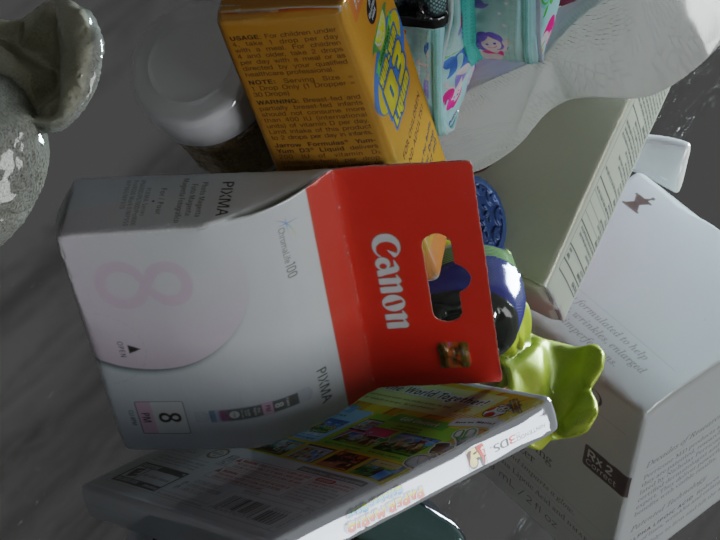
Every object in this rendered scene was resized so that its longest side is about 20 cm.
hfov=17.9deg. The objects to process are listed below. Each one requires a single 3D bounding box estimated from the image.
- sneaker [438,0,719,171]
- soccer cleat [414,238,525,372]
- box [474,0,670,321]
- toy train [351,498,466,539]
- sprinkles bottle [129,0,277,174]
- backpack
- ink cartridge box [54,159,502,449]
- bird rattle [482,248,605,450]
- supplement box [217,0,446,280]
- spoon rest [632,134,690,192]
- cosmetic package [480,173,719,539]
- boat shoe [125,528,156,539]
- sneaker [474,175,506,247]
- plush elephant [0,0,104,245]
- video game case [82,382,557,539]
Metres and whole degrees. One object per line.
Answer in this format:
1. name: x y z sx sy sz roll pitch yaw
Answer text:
1. sneaker: 0.120 -0.136 1.358 0.089 0.199 0.076 -99 162 -58
2. soccer cleat: -0.011 0.011 1.225 0.084 0.198 0.065 -81 173 -52
3. box: 0.117 -0.087 1.455 0.201 0.108 0.128 -64 166 -6
4. toy train: -0.009 0.159 1.229 0.114 0.085 0.200 -60 -166 -1
5. sprinkles bottle: -0.053 -0.068 1.192 0.069 0.068 0.200 -62 155 -10
6. backpack: 0.034 -0.174 1.179 0.178 0.149 0.201 -75 174 -49
7. ink cartridge box: -0.037 0.021 1.140 0.163 0.198 0.057 79 17 -44
8. bird rattle: 0.054 0.066 1.371 0.162 0.113 0.200 -29 -179 -15
9. supplement box: -0.008 -0.079 1.115 0.201 0.068 0.067 66 29 -48
10. spoon rest: 0.156 -0.070 1.651 0.199 0.060 0.100 -12 121 -46
11. cosmetic package: 0.187 0.076 1.628 0.165 0.165 0.201 -32 146 -28
12. boat shoe: -0.059 0.103 1.324 0.200 0.067 0.072 -50 151 -34
13. sneaker: 0.000 0.000 1.330 0.199 0.078 0.071 -30 105 -41
14. plush elephant: -0.185 -0.049 0.830 0.200 0.154 0.166 -3 113 -63
15. video game case: -0.025 0.099 1.194 0.181 0.200 0.023 -24 106 -29
